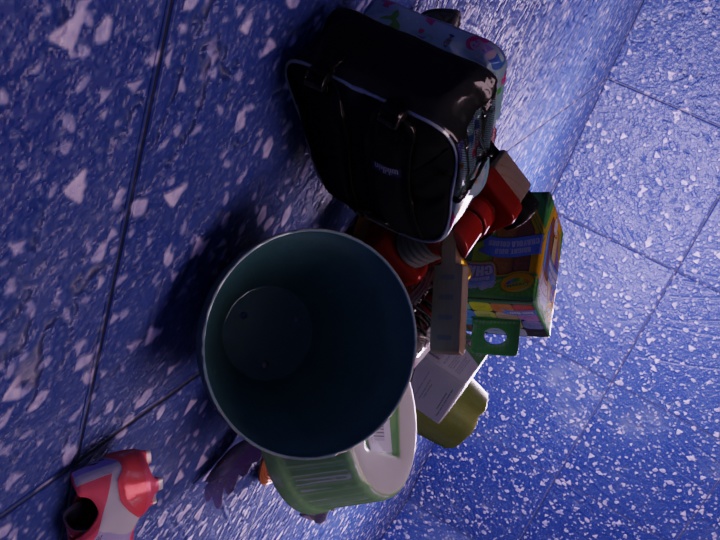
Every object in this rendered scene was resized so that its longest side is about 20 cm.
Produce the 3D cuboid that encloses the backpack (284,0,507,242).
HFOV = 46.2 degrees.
[{"bbox_3d":[0.036,-0.125,0.750,0.151,0.177,0.200,-51,156,-27],"label":"backpack"}]

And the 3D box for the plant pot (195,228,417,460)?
[{"bbox_3d":[-0.067,0.064,0.789,0.200,0.200,0.135,-58,-159,-14],"label":"plant pot"}]

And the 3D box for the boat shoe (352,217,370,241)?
[{"bbox_3d":[0.000,0.000,1.065,0.200,0.070,0.070,-56,160,-22],"label":"boat shoe"}]

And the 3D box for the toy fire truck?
[{"bbox_3d":[0.078,-0.016,0.872,0.176,0.129,0.200,-23,-158,48],"label":"toy fire truck"}]

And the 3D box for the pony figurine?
[{"bbox_3d":[-0.086,0.193,1.025,0.193,0.166,0.200,-53,149,-56],"label":"pony figurine"}]

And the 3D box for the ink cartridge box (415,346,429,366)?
[{"bbox_3d":[0.059,0.068,1.109,0.200,0.067,0.117,-38,148,-56],"label":"ink cartridge box"}]

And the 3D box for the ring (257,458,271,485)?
[{"bbox_3d":[-0.097,0.226,1.253,0.201,0.019,0.201,-54,163,-26],"label":"ring"}]

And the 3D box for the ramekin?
[{"bbox_3d":[-0.016,0.161,0.922,0.200,0.097,0.201,32,53,-56],"label":"ramekin"}]

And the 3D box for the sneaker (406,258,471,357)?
[{"bbox_3d":[0.071,0.035,0.953,0.082,0.078,0.200,-29,-165,31],"label":"sneaker"}]

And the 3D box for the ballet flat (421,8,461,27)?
[{"bbox_3d":[0.100,-0.186,0.929,0.066,0.057,0.200,-51,132,-48],"label":"ballet flat"}]

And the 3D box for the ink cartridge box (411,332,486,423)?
[{"bbox_3d":[0.079,0.119,1.291,0.088,0.200,0.145,-61,168,28],"label":"ink cartridge box"}]

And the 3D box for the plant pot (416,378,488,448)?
[{"bbox_3d":[0.114,0.208,1.470,0.200,0.190,0.200,-53,-174,8],"label":"plant pot"}]

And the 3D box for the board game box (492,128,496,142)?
[{"bbox_3d":[0.141,-0.139,1.208,0.200,0.062,0.200,50,51,-61],"label":"board game box"}]

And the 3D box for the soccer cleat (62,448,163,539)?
[{"bbox_3d":[-0.233,0.234,0.752,0.076,0.067,0.200,-4,133,-36],"label":"soccer cleat"}]

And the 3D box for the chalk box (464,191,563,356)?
[{"bbox_3d":[0.185,0.011,1.104,0.124,0.125,0.200,51,46,-56],"label":"chalk box"}]
